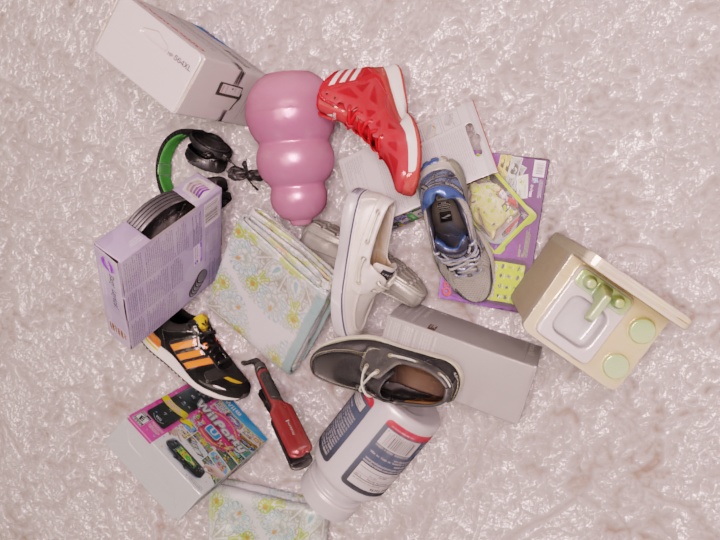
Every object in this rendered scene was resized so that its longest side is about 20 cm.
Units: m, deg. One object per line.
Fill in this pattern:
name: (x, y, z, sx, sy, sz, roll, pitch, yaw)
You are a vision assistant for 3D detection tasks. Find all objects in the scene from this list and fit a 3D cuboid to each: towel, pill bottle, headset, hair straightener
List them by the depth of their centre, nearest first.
pill bottle: (0.007, 0.245, 0.945, 0.119, 0.119, 0.201, 40, 107, 9)
towel: (-0.125, 0.032, 0.966, 0.171, 0.048, 0.201, 40, 128, 13)
hair straightener: (-0.125, 0.205, 0.983, 0.200, 0.041, 0.077, 49, 151, 37)
headset: (-0.228, -0.141, 0.985, 0.198, 0.094, 0.125, 8, 100, 29)
towel: (-0.147, 0.424, 1.056, 0.198, 0.048, 0.173, 7, 100, 17)

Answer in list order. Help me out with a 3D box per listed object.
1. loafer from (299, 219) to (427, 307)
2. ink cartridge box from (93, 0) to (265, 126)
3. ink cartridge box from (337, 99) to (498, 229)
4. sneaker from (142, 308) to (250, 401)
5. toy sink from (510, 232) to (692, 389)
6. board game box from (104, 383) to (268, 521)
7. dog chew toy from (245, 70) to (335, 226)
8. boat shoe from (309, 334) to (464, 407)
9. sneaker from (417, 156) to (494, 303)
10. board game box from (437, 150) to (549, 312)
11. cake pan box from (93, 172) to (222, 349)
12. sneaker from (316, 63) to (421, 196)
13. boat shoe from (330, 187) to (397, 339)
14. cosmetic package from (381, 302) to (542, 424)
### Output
loafer: (0.000, 0.000, 0.946, 0.199, 0.070, 0.070, 31, 111, 20)
ink cartridge box: (-0.229, -0.273, 0.912, 0.146, 0.200, 0.085, 38, 106, 10)
ink cartridge box: (0.076, -0.129, 0.897, 0.199, 0.050, 0.110, -21, 73, 19)
sneaker: (-0.242, 0.116, 1.035, 0.199, 0.070, 0.091, 32, 109, 14)
toy sink: (0.260, 0.046, 0.779, 0.130, 0.200, 0.113, 33, 100, -1)
board game box: (-0.242, 0.245, 0.983, 0.148, 0.200, 0.064, 45, 107, 7)
dog chew toy: (-0.088, -0.162, 0.923, 0.123, 0.124, 0.202, -2, 99, 18)
boat shoe: (0.024, 0.126, 0.843, 0.198, 0.068, 0.073, 7, 108, 20)
sneaker: (0.114, -0.033, 0.838, 0.076, 0.085, 0.201, -17, 118, 17)
board game box: (0.174, -0.052, 0.900, 0.119, 0.032, 0.202, 10, 100, 14)
cake pan box: (-0.266, -0.013, 0.927, 0.052, 0.184, 0.201, 32, 142, 14)
sneaker: (0.005, -0.171, 0.840, 0.114, 0.079, 0.201, -4, 54, -9)
boat shoe: (0.011, 0.000, 0.864, 0.069, 0.071, 0.202, 14, 106, 22)
cosmetic package: (0.130, 0.116, 0.895, 0.198, 0.107, 0.091, 16, 103, 14)
